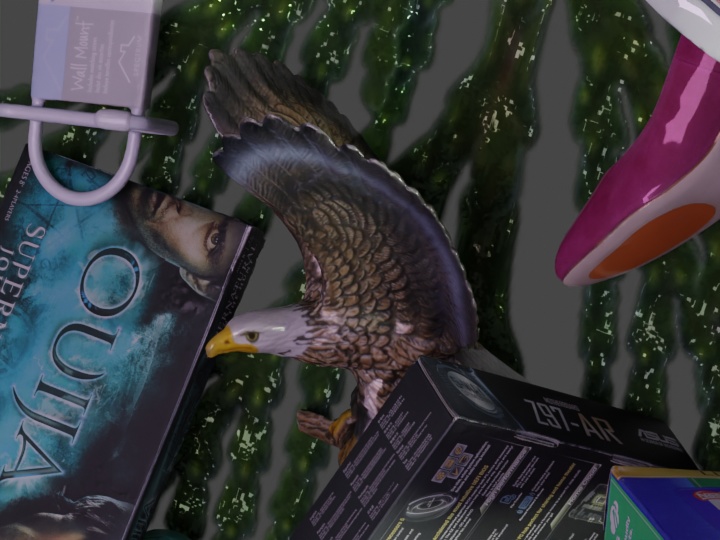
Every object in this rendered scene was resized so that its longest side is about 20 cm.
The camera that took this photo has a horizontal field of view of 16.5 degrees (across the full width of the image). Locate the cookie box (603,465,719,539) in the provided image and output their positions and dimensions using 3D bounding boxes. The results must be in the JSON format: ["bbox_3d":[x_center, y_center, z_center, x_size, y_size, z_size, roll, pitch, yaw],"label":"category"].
[{"bbox_3d":[0.199,0.146,0.965,0.171,0.200,0.075,4,104,-13],"label":"cookie box"}]

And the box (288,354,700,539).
[{"bbox_3d":[0.041,0.142,1.146,0.200,0.160,0.044,-56,41,22],"label":"box"}]

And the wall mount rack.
[{"bbox_3d":[-0.167,-0.135,1.215,0.174,0.075,0.200,7,92,22],"label":"wall mount rack"}]

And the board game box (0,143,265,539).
[{"bbox_3d":[-0.145,0.050,1.239,0.135,0.028,0.200,19,84,19],"label":"board game box"}]

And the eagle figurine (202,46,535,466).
[{"bbox_3d":[-0.005,0.002,1.141,0.152,0.151,0.200,7,110,33],"label":"eagle figurine"}]

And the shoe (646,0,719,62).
[{"bbox_3d":[0.137,-0.183,1.063,0.091,0.071,0.200,-44,55,22],"label":"shoe"}]

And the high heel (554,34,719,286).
[{"bbox_3d":[0.143,-0.081,1.116,0.200,0.067,0.096,-47,60,32],"label":"high heel"}]

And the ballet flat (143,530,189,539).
[{"bbox_3d":[-0.124,0.231,1.272,0.067,0.070,0.200,15,106,19],"label":"ballet flat"}]
